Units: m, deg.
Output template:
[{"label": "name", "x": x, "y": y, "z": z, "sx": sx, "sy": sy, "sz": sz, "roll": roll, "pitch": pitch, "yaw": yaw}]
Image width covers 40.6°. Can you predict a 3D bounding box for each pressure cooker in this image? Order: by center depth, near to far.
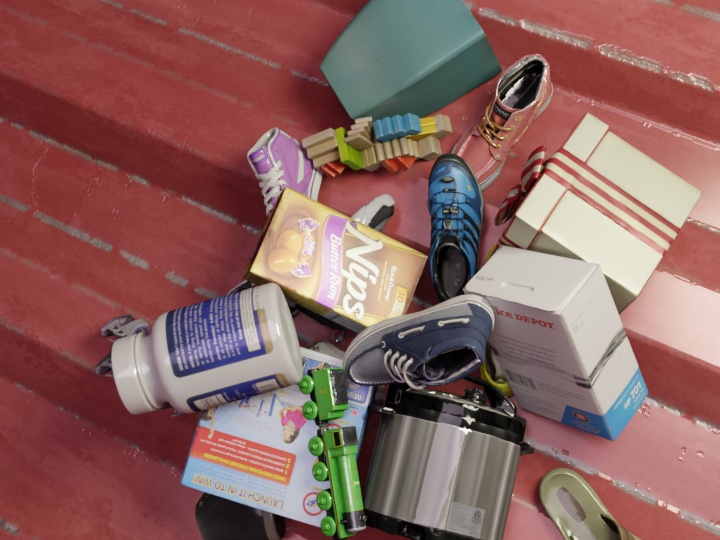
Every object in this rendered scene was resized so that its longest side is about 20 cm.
[{"label": "pressure cooker", "x": 0.102, "y": 0.219, "z": 1.139, "sx": 0.177, "sy": 0.176, "sz": 0.202, "roll": 7, "pitch": 78, "yaw": 32}]

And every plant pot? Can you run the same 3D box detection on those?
[{"label": "plant pot", "x": 0.058, "y": -0.280, "z": 1.281, "sx": 0.199, "sy": 0.141, "sz": 0.142, "roll": -34, "pitch": 74, "yaw": 11}]

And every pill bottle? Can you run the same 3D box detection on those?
[{"label": "pill bottle", "x": -0.175, "y": 0.096, "z": 1.114, "sx": 0.198, "sy": 0.120, "sz": 0.121, "roll": -15, "pitch": 76, "yaw": 2}]

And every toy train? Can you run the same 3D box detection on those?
[{"label": "toy train", "x": -0.029, "y": 0.207, "z": 1.114, "sx": 0.056, "sy": 0.042, "sz": 0.202, "roll": -18, "pitch": 77, "yaw": 35}]

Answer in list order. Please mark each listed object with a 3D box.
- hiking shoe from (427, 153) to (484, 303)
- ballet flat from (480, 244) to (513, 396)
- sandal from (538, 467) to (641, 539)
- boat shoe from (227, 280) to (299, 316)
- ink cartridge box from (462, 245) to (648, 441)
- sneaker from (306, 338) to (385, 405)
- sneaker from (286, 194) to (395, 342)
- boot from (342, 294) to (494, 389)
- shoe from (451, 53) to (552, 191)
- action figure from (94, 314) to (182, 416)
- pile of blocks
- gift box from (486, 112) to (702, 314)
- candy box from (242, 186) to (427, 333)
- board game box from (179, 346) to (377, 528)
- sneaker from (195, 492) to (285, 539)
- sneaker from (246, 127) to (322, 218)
[{"label": "hiking shoe", "x": 0.121, "y": -0.049, "z": 1.223, "sx": 0.074, "sy": 0.087, "sz": 0.202, "roll": -5, "pitch": 91, "yaw": 10}, {"label": "ballet flat", "x": 0.181, "y": 0.057, "z": 1.216, "sx": 0.066, "sy": 0.067, "sz": 0.202, "roll": 2, "pitch": 79, "yaw": 14}, {"label": "sandal", "x": 0.284, "y": 0.322, "z": 1.144, "sx": 0.080, "sy": 0.057, "sz": 0.201, "roll": -44, "pitch": 73, "yaw": 1}, {"label": "boat shoe", "x": -0.139, "y": 0.043, "z": 1.291, "sx": 0.199, "sy": 0.060, "sz": 0.074, "roll": -36, "pitch": 72, "yaw": 3}, {"label": "ink cartridge box", "x": 0.223, "y": 0.081, "z": 1.106, "sx": 0.086, "sy": 0.201, "sz": 0.146, "roll": -43, "pitch": 34, "yaw": -25}, {"label": "sneaker", "x": -0.061, "y": 0.129, "z": 1.262, "sx": 0.198, "sy": 0.075, "sz": 0.083, "roll": 6, "pitch": 66, "yaw": 7}, {"label": "sneaker", "x": 0.000, "y": 0.000, "z": 1.268, "sx": 0.114, "sy": 0.075, "sz": 0.200, "roll": 43, "pitch": 73, "yaw": -3}, {"label": "boot", "x": 0.053, "y": 0.095, "z": 1.071, "sx": 0.199, "sy": 0.091, "sz": 0.073, "roll": -29, "pitch": 110, "yaw": 28}, {"label": "shoe", "x": 0.174, "y": -0.188, "z": 1.255, "sx": 0.071, "sy": 0.091, "sz": 0.201, "roll": 39, "pitch": 89, "yaw": 17}, {"label": "action figure", "x": -0.258, "y": 0.122, "z": 1.273, "sx": 0.198, "sy": 0.069, "sz": 0.132, "roll": 13, "pitch": 112, "yaw": 33}, {"label": "pile of blocks", "x": 0.026, "y": -0.159, "z": 1.276, "sx": 0.198, "sy": 0.082, "sz": 0.063, "roll": -12, "pitch": 75, "yaw": -1}, {"label": "gift box", "x": 0.267, "y": -0.063, "z": 1.157, "sx": 0.186, "sy": 0.185, "sz": 0.201, "roll": 34, "pitch": 66, "yaw": 7}, {"label": "candy box", "x": -0.030, "y": -0.004, "z": 1.192, "sx": 0.199, "sy": 0.056, "sz": 0.118, "roll": 25, "pitch": 73, "yaw": -12}, {"label": "board game box", "x": -0.094, "y": 0.190, "z": 1.180, "sx": 0.198, "sy": 0.056, "sz": 0.198, "roll": 15, "pitch": 83, "yaw": 8}, {"label": "sneaker", "x": -0.167, "y": 0.254, "z": 1.245, "sx": 0.105, "sy": 0.075, "sz": 0.202, "roll": -13, "pitch": 77, "yaw": 6}, {"label": "sneaker", "x": -0.110, "y": -0.095, "z": 1.254, "sx": 0.072, "sy": 0.114, "sz": 0.202, "roll": -23, "pitch": 48, "yaw": 28}]
